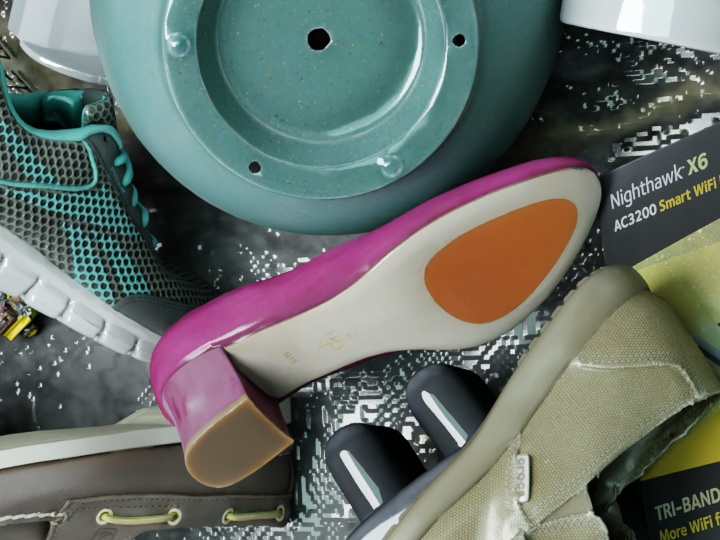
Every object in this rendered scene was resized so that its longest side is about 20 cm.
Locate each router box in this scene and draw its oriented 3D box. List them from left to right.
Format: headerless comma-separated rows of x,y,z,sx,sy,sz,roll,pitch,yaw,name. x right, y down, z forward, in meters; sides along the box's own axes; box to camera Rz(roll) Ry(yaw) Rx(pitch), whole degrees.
0.182,0.011,0.911,0.200,0.052,0.158,-25,66,43,router box

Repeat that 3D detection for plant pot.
-0.014,-0.099,0.989,0.199,0.134,0.201,0,106,0,plant pot

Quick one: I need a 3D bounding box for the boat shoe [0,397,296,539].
-0.110,0.093,1.045,0.072,0.199,0.060,-4,93,50,boat shoe

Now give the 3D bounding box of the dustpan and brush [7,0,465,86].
-0.041,-0.128,1.072,0.199,0.057,0.140,12,113,-10,dustpan and brush

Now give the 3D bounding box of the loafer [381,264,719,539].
0.059,0.093,0.909,0.067,0.076,0.200,33,93,20,loafer

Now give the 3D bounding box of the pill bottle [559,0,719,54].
0.137,-0.186,0.976,0.112,0.113,0.201,14,97,21,pill bottle

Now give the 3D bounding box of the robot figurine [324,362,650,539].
0.069,0.134,1.008,0.200,0.125,0.150,55,137,12,robot figurine

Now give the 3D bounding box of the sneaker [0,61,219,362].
-0.118,-0.029,1.047,0.091,0.200,0.078,-56,43,3,sneaker

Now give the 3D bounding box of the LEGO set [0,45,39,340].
-0.214,-0.057,1.115,0.154,0.116,0.200,-36,79,18,LEGO set

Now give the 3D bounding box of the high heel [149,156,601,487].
0.000,0.000,1.005,0.199,0.096,0.068,-31,124,5,high heel
